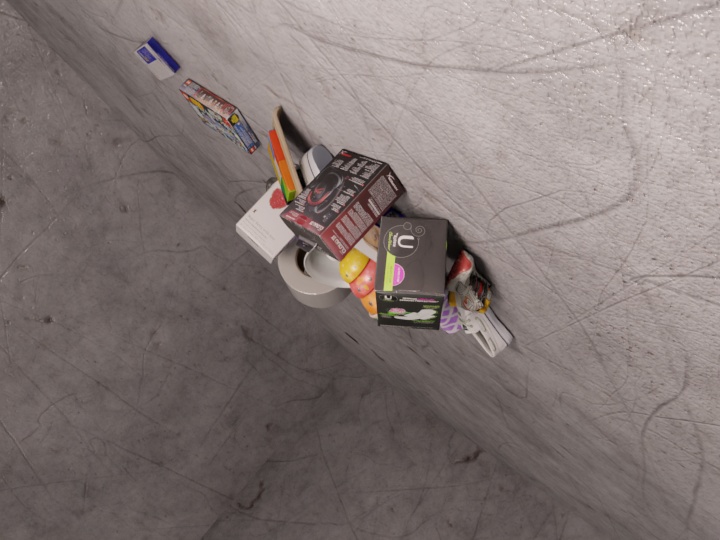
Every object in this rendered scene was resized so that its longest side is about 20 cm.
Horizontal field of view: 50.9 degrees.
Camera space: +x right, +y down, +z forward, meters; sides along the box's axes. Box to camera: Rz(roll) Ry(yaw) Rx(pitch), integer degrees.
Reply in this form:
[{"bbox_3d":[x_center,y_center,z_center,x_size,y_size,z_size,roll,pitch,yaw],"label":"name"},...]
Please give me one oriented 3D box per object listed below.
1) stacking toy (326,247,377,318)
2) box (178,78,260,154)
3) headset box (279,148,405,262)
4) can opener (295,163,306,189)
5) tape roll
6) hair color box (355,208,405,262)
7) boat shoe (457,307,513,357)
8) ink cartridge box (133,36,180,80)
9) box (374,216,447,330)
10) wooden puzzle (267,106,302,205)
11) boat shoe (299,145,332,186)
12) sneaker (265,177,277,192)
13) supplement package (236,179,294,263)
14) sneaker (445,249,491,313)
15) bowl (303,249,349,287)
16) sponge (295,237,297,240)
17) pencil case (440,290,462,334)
[{"bbox_3d":[0.000,0.000,1.691,0.200,0.147,0.146,34,171,-13],"label":"stacking toy"},{"bbox_3d":[-0.342,-0.374,1.838,0.200,0.040,0.137,35,167,33],"label":"box"},{"bbox_3d":[-0.042,-0.114,1.367,0.148,0.200,0.075,27,161,50],"label":"headset box"},{"bbox_3d":[-0.110,-0.194,1.631,0.200,0.066,0.054,-133,40,-70],"label":"can opener"},{"bbox_3d":[-0.111,-0.013,2.022,0.202,0.203,0.139,38,169,15],"label":"tape roll"},{"bbox_3d":[0.000,-0.103,1.558,0.200,0.065,0.110,34,147,29],"label":"hair color box"},{"bbox_3d":[0.243,0.105,1.594,0.200,0.067,0.074,45,169,-15],"label":"boat shoe"},{"bbox_3d":[-0.490,-0.511,1.829,0.095,0.037,0.200,47,171,-24],"label":"ink cartridge box"},{"bbox_3d":[0.093,0.009,1.391,0.124,0.149,0.200,3,159,4],"label":"box"},{"bbox_3d":[-0.158,-0.213,1.552,0.185,0.037,0.201,136,120,-80],"label":"wooden puzzle"},{"bbox_3d":[-0.076,-0.139,1.499,0.086,0.074,0.203,-27,84,45],"label":"boat shoe"},{"bbox_3d":[-0.196,-0.176,2.028,0.079,0.074,0.200,38,170,46],"label":"sneaker"},{"bbox_3d":[-0.188,-0.134,1.808,0.121,0.200,0.120,42,170,-3],"label":"supplement package"},{"bbox_3d":[0.209,0.024,1.416,0.082,0.078,0.200,22,166,19],"label":"sneaker"},{"bbox_3d":[-0.032,-0.050,1.785,0.200,0.091,0.202,0,146,0],"label":"bowl"},{"bbox_3d":[-0.095,-0.114,1.800,0.030,0.112,0.200,47,169,-7],"label":"sponge"},{"bbox_3d":[0.157,0.053,1.637,0.200,0.084,0.086,42,-150,-26],"label":"pencil case"}]
